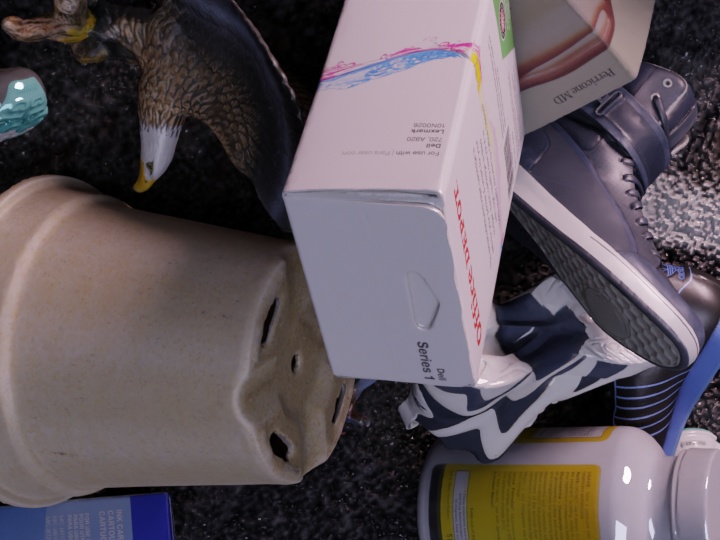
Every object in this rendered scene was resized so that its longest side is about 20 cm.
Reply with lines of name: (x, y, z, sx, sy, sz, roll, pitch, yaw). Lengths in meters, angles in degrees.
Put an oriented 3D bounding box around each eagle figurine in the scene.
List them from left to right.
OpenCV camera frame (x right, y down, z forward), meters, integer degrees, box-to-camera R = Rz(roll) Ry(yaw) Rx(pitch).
eagle figurine: (-0.087, -0.104, 0.845, 0.199, 0.152, 0.152, 24, 137, 6)

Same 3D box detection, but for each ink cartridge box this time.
ink cartridge box: (-0.191, 0.188, 0.959, 0.198, 0.136, 0.077, -5, 82, -10)
ink cartridge box: (0.031, -0.059, 0.785, 0.083, 0.201, 0.145, 2, 138, 15)

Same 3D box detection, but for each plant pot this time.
plant pot: (-0.109, 0.048, 0.846, 0.182, 0.201, 0.202, 4, 119, 26)

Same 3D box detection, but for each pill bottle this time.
pill bottle: (0.146, 0.163, 0.990, 0.198, 0.112, 0.113, -4, 120, 27)

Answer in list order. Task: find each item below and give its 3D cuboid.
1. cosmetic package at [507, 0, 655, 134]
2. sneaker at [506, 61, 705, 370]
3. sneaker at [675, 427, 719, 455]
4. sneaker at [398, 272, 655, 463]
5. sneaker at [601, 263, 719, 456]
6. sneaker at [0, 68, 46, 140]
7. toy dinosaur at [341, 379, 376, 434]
cosmetic package: (0.072, -0.186, 0.855, 0.200, 0.088, 0.103, 41, 136, -24)
sneaker: (0.177, -0.045, 0.906, 0.146, 0.203, 0.077, -34, 149, -12)
sneaker: (0.243, 0.224, 1.092, 0.077, 0.091, 0.202, -5, 115, -8)
sneaker: (0.111, 0.067, 0.964, 0.198, 0.080, 0.130, -17, 159, -32)
sneaker: (0.198, 0.085, 1.040, 0.077, 0.070, 0.201, 22, 111, -3)
sneaker: (-0.255, -0.112, 0.802, 0.199, 0.077, 0.092, 4, 106, 34)
toy dinosaur: (0.000, 0.000, 0.968, 0.104, 0.200, 0.182, 29, 73, -4)
